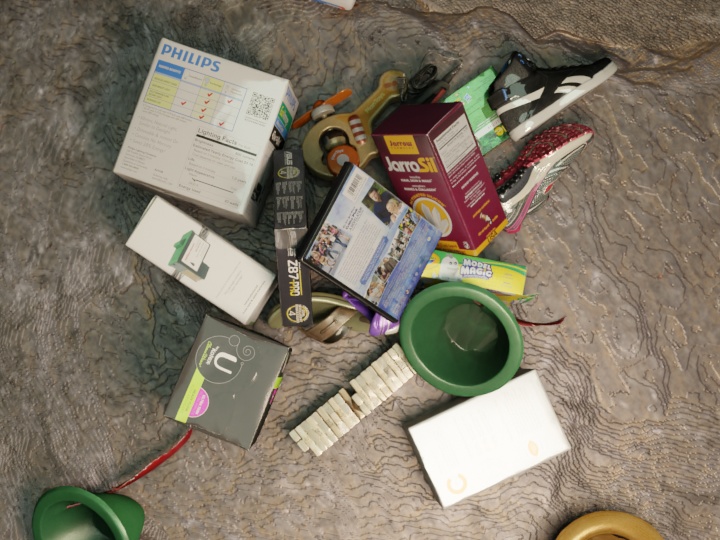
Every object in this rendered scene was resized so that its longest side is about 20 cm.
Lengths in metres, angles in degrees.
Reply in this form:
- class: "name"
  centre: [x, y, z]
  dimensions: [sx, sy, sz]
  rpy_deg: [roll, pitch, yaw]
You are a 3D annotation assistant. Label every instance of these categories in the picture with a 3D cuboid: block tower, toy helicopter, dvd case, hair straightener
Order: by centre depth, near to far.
- class: "dvd case"
  centre: [0.015, -0.033, 1.555]
  dimensions: [0.200, 0.018, 0.143]
  rpy_deg: [34, 80, -41]
- class: "block tower"
  centre: [-0.009, 0.187, 1.702]
  dimensions: [0.200, 0.058, 0.054]
  rpy_deg: [-39, 88, -3]
- class: "hair straightener"
  centre: [0.084, -0.254, 1.705]
  dimensions: [0.200, 0.041, 0.077]
  rpy_deg: [-46, 131, -26]
- class: "toy helicopter"
  centre: [-0.010, -0.220, 1.723]
  dimensions: [0.132, 0.079, 0.200]
  rpy_deg: [40, 80, 14]

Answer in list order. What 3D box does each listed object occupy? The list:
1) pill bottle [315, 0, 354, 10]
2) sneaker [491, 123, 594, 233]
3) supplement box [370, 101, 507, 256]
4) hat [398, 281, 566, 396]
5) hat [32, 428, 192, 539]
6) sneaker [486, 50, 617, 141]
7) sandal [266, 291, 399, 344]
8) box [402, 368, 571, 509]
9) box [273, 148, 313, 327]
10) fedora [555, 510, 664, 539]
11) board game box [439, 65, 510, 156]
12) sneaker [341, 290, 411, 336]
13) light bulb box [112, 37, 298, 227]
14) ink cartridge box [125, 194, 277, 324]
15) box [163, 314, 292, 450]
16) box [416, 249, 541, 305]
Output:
- class: "pill bottle"
  centre: [-0.092, -0.457, 1.714]
  dimensions: [0.199, 0.112, 0.113]
  rpy_deg: [17, 85, -2]
- class: "sneaker"
  centre: [0.261, -0.140, 1.732]
  dimensions: [0.200, 0.081, 0.075]
  rpy_deg: [-41, 117, -4]
- class: "supplement box"
  centre: [0.111, -0.127, 1.649]
  dimensions: [0.086, 0.110, 0.201]
  rpy_deg: [-44, 123, -32]
- class: "hat"
  centre: [0.162, 0.071, 1.685]
  dimensions: [0.165, 0.176, 0.200]
  rpy_deg: [-35, 102, 25]
- class: "hat"
  centre: [-0.336, 0.341, 1.688]
  dimensions: [0.199, 0.176, 0.166]
  rpy_deg: [-13, 103, 32]
- class: "sneaker"
  centre: [0.273, -0.285, 1.725]
  dimensions: [0.200, 0.073, 0.112]
  rpy_deg: [-34, 89, -16]
- class: "sandal"
  centre: [-0.034, 0.075, 1.690]
  dimensions: [0.200, 0.080, 0.058]
  rpy_deg: [4, 60, -3]
- class: "box"
  centre: [0.176, 0.236, 1.684]
  dimensions: [0.199, 0.097, 0.125]
  rpy_deg: [-24, 88, -4]
- class: "box"
  centre: [-0.094, -0.047, 1.616]
  dimensions: [0.049, 0.200, 0.162]
  rpy_deg: [-5, 126, -2]
- class: "fedora"
  centre: [0.350, 0.433, 1.686]
  dimensions: [0.200, 0.082, 0.202]
  rpy_deg: [0, 90, -6]
- class: "board game box"
  centre: [0.142, -0.203, 1.750]
  dimensions: [0.200, 0.023, 0.105]
  rpy_deg: [-34, 86, -4]
- class: "sneaker"
  centre: [0.000, 0.000, 1.658]
  dimensions: [0.083, 0.081, 0.200]
  rpy_deg: [-21, 67, -19]
- class: "light bulb box"
  centre: [-0.213, -0.191, 1.676]
  dimensions: [0.197, 0.125, 0.201]
  rpy_deg: [19, 85, 5]
- class: "ink cartridge box"
  centre: [-0.217, -0.012, 1.661]
  dimensions: [0.200, 0.146, 0.085]
  rpy_deg: [33, 87, 1]
- class: "box"
  centre: [-0.175, 0.151, 1.624]
  dimensions: [0.124, 0.200, 0.149]
  rpy_deg: [22, 86, -1]
- class: "box"
  centre: [0.153, 0.010, 1.688]
  dimensions: [0.199, 0.117, 0.049]
  rpy_deg: [12, 81, -2]
